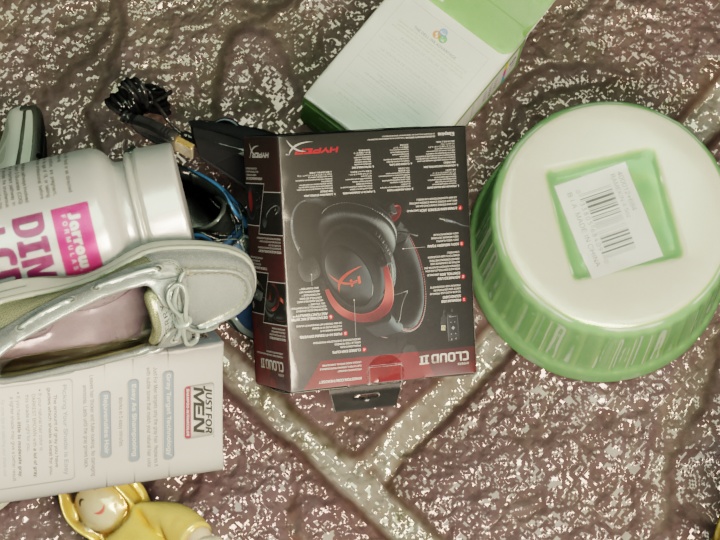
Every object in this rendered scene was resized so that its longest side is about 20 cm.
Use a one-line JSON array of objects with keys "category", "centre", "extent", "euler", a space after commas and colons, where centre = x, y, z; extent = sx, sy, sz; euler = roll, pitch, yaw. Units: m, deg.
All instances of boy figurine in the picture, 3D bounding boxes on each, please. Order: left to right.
[{"category": "boy figurine", "centre": [-0.146, 0.211, 1.539], "extent": [0.124, 0.064, 0.201], "euler": [-42, 64, 26]}]

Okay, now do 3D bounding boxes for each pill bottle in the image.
[{"category": "pill bottle", "centre": [-0.217, -0.020, 1.524], "extent": [0.199, 0.113, 0.114], "euler": [-14, 74, -2]}]

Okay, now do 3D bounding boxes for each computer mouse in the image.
[{"category": "computer mouse", "centre": [-0.092, -0.091, 1.604], "extent": [0.199, 0.140, 0.046], "euler": [34, 99, 8]}]

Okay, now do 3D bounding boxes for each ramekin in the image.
[{"category": "ramekin", "centre": [0.180, -0.026, 1.617], "extent": [0.199, 0.098, 0.201], "euler": [1, 74, -2]}]

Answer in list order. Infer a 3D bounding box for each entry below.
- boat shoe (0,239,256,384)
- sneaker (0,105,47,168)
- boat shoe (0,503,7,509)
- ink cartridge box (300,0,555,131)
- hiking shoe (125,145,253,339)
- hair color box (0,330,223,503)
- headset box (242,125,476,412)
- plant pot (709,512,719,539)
[{"category": "boat shoe", "centre": [-0.162, 0.032, 1.462], "extent": [0.201, 0.075, 0.065], "euler": [-10, 37, -16]}, {"category": "sneaker", "centre": [-0.299, -0.034, 1.616], "extent": [0.115, 0.076, 0.202], "euler": [10, 76, -1]}, {"category": "boat shoe", "centre": [-0.249, 0.119, 1.581], "extent": [0.201, 0.061, 0.072], "euler": [-31, 78, -10]}, {"category": "ink cartridge box", "centre": [0.056, -0.165, 1.673], "extent": [0.104, 0.059, 0.200], "euler": [37, 77, 7]}, {"category": "hiking shoe", "centre": [-0.096, -0.011, 1.610], "extent": [0.199, 0.087, 0.075], "euler": [33, 75, 7]}, {"category": "hair color box", "centre": [-0.197, 0.096, 1.520], "extent": [0.199, 0.061, 0.100], "euler": [-7, 113, -20]}, {"category": "headset box", "centre": [0.000, 0.000, 1.564], "extent": [0.148, 0.075, 0.201], "euler": [-5, 95, -23]}, {"category": "plant pot", "centre": [0.349, 0.175, 1.522], "extent": [0.199, 0.194, 0.197], "euler": [17, 74, 8]}]
